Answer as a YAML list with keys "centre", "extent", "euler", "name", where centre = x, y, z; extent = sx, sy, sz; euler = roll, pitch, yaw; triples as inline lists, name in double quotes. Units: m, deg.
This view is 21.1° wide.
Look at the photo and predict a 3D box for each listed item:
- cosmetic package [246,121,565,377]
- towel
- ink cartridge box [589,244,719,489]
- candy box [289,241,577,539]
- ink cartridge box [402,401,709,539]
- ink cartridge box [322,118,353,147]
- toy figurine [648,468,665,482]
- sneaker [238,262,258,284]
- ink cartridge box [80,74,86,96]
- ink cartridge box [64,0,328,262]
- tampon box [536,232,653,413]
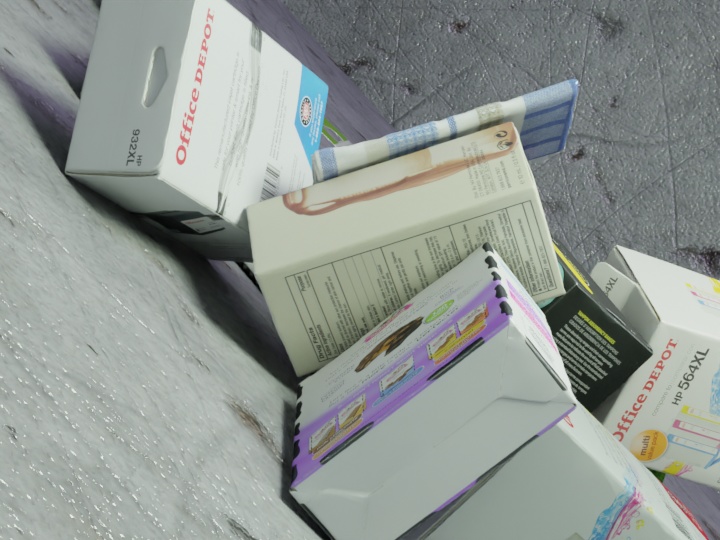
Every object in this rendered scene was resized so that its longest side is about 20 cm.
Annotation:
- centre: [0.031, -0.015, 1.346]
  extent: [0.087, 0.199, 0.104]
  euler: [-102, 174, -52]
  name: "cosmetic package"
- centre: [0.058, -0.088, 1.409]
  extent: [0.147, 0.199, 0.024]
  euler: [83, -10, -77]
  name: "towel"
- centre: [0.253, 0.081, 1.538]
  extent: [0.199, 0.129, 0.125]
  euler: [17, 24, -20]
  name: "ink cartridge box"
- centre: [0.042, 0.078, 1.219]
  extent: [0.072, 0.168, 0.200]
  euler: [50, 9, -11]
  name: "candy box"
- centre: [0.128, 0.177, 1.299]
  extent: [0.200, 0.145, 0.145]
  euler: [44, 9, -18]
  name: "ink cartridge box"
- centre: [-0.003, -0.072, 2.090]
  extent: [0.200, 0.076, 0.148]
  euler: [46, 9, 0]
  name: "ink cartridge box"
- centre: [0.131, 0.148, 1.610]
  extent: [0.184, 0.150, 0.200]
  euler: [36, -12, -8]
  name: "toy figurine"
- centre: [-0.035, -0.011, 1.554]
  extent: [0.200, 0.093, 0.070]
  euler: [48, 8, 9]
  name: "sneaker"
- centre: [-0.129, -0.153, 1.617]
  extent: [0.145, 0.083, 0.200]
  euler: [20, 5, 8]
  name: "ink cartridge box"
- centre: [-0.112, -0.102, 1.383]
  extent: [0.083, 0.146, 0.200]
  euler: [2, -16, 28]
  name: "ink cartridge box"
- centre: [0.086, 0.060, 1.458]
  extent: [0.126, 0.200, 0.150]
  euler: [38, 11, -45]
  name: "tampon box"
